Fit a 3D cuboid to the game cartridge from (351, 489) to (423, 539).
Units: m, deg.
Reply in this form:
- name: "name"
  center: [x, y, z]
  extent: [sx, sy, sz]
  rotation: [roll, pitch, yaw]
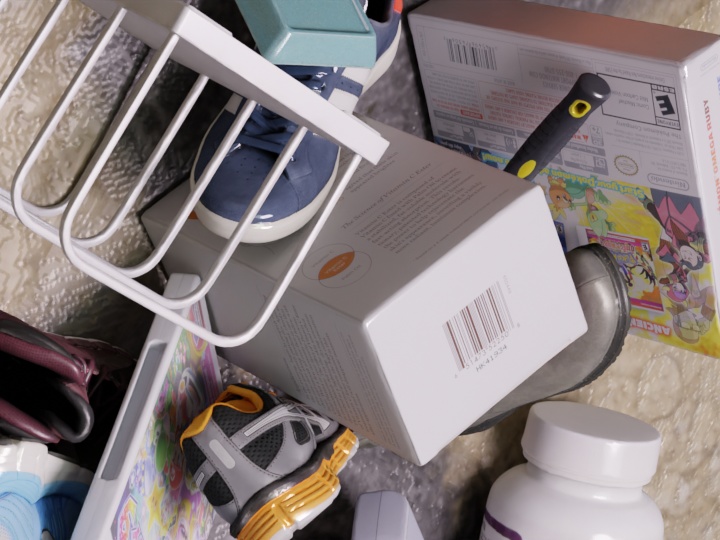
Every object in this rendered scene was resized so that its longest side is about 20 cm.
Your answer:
- name: "game cartridge"
  center: [0.020, 0.235, 1.400]
  extent: [0.133, 0.041, 0.200]
  rotation: [63, 24, -54]

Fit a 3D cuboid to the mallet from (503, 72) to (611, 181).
- name: "mallet"
  center: [0.072, -0.050, 1.353]
  extent: [0.200, 0.066, 0.041]
  rotation: [-61, -176, 49]

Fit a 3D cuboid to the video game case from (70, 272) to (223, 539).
- name: "video game case"
  center: [-0.105, 0.120, 1.268]
  extent: [0.200, 0.018, 0.143]
  rotation: [-73, 162, -44]

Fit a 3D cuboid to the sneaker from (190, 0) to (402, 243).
- name: "sneaker"
  center: [-0.033, -0.103, 1.261]
  extent: [0.085, 0.075, 0.200]
  rotation: [96, 13, -48]

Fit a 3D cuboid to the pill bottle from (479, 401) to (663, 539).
- name: "pill bottle"
  center: [0.125, 0.187, 1.511]
  extent: [0.112, 0.112, 0.201]
  rotation: [2, 105, -39]

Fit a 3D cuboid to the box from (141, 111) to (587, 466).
- name: "box"
  center: [0.000, 0.000, 1.284]
  extent: [0.124, 0.200, 0.098]
  rotation: [-37, 127, -22]

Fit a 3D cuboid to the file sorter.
- name: "file sorter"
  center: [-0.117, -0.068, 1.171]
  extent: [0.139, 0.200, 0.125]
  rotation: [32, 89, -41]

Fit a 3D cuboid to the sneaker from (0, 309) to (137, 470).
- name: "sneaker"
  center: [-0.150, 0.072, 1.247]
  extent: [0.200, 0.115, 0.076]
  rotation: [27, 88, -41]

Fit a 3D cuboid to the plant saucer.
- name: "plant saucer"
  center: [-0.054, -0.182, 1.197]
  extent: [0.070, 0.200, 0.019]
  rotation: [-1, 144, -41]

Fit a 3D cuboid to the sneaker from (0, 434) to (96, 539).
- name: "sneaker"
  center: [-0.183, 0.129, 1.199]
  extent: [0.200, 0.078, 0.090]
  rotation: [56, 43, -77]

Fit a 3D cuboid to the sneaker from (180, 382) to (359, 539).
- name: "sneaker"
  center: [-0.052, 0.093, 1.295]
  extent: [0.078, 0.200, 0.077]
  rotation: [-42, 93, 0]

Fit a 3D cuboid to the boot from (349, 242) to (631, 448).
- name: "boot"
  center: [0.054, 0.057, 1.372]
  extent: [0.130, 0.200, 0.068]
  rotation: [-11, 70, -39]

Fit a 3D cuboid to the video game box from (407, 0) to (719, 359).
- name: "video game box"
  center: [0.126, -0.056, 1.365]
  extent: [0.047, 0.200, 0.183]
  rotation: [-32, 124, -36]
